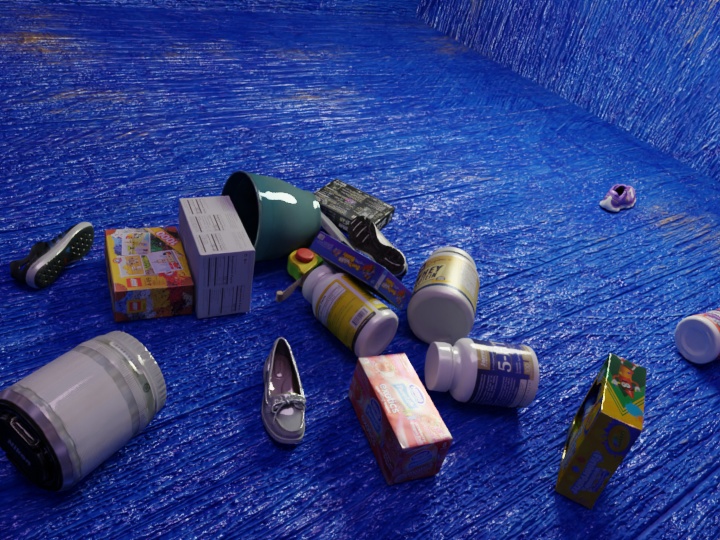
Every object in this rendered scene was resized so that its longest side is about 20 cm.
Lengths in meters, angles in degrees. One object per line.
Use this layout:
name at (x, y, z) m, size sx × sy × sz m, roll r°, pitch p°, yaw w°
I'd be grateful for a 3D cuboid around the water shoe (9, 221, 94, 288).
water shoe at (-0.615, -0.045, 1.220) m, size 0.077 × 0.073 × 0.201 m, roll 16°, pitch 34°, yaw 5°

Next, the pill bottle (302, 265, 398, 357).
pill bottle at (-0.026, 0.079, 1.237) m, size 0.111 × 0.114 × 0.199 m, roll -21°, pitch 48°, yaw -40°

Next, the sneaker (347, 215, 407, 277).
sneaker at (0.040, -0.053, 1.479) m, size 0.201 × 0.074 × 0.079 m, roll 48°, pitch 4°, yaw 24°

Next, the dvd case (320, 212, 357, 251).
dvd case at (-0.060, -0.090, 1.464) m, size 0.200 × 0.018 × 0.142 m, roll 49°, pitch 6°, yaw 39°

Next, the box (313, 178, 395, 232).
box at (-0.026, -0.166, 1.634) m, size 0.197 × 0.044 × 0.160 m, roll 27°, pitch 37°, yaw 16°

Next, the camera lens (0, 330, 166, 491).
camera lens at (-0.404, 0.200, 0.883) m, size 0.158 × 0.163 × 0.200 m, roll 28°, pitch 37°, yaw 19°

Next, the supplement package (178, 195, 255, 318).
supplement package at (-0.299, -0.031, 1.245) m, size 0.109 × 0.158 × 0.201 m, roll -6°, pitch 40°, yaw -25°

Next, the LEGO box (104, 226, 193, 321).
LEGO box at (-0.427, 0.002, 1.221) m, size 0.146 × 0.078 × 0.201 m, roll -5°, pitch 39°, yaw -27°

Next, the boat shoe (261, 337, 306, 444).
boat shoe at (-0.134, 0.208, 1.059) m, size 0.073 × 0.066 × 0.204 m, roll 4°, pitch 36°, yaw -15°

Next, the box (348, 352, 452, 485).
box at (0.064, 0.249, 1.051) m, size 0.100 × 0.096 × 0.201 m, roll -2°, pitch 38°, yaw -24°

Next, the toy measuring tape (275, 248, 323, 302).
toy measuring tape at (-0.148, 0.003, 1.335) m, size 0.072 × 0.075 × 0.200 m, roll 26°, pitch 36°, yaw 15°

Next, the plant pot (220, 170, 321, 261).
plant pot at (-0.197, -0.116, 1.386) m, size 0.185 × 0.203 × 0.200 m, roll -1°, pitch 36°, yaw -39°

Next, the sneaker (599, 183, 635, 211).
sneaker at (0.896, -0.259, 2.081) m, size 0.080 × 0.085 × 0.198 m, roll 36°, pitch 39°, yaw 28°

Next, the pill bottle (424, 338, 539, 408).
pill bottle at (0.229, 0.194, 1.170) m, size 0.195 × 0.122 × 0.121 m, roll 8°, pitch 35°, yaw -11°

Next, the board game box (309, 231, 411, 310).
board game box at (0.000, 0.000, 1.287) m, size 0.198 × 0.045 × 0.134 m, roll 30°, pitch -6°, yaw 38°

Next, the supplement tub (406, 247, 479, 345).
supplement tub at (0.185, 0.052, 1.327) m, size 0.141 × 0.147 × 0.201 m, roll 18°, pitch 34°, yaw 5°

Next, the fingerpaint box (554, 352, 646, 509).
fingerpaint box at (0.415, 0.276, 1.057) m, size 0.072 × 0.203 × 0.167 m, roll 23°, pitch 36°, yaw 15°

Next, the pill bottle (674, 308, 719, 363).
pill bottle at (0.869, 0.152, 1.478) m, size 0.196 × 0.113 × 0.112 m, roll -8°, pitch 40°, yaw -30°

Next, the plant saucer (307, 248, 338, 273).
plant saucer at (-0.055, -0.002, 1.421) m, size 0.069 × 0.019 × 0.200 m, roll -16°, pitch 47°, yaw -36°
